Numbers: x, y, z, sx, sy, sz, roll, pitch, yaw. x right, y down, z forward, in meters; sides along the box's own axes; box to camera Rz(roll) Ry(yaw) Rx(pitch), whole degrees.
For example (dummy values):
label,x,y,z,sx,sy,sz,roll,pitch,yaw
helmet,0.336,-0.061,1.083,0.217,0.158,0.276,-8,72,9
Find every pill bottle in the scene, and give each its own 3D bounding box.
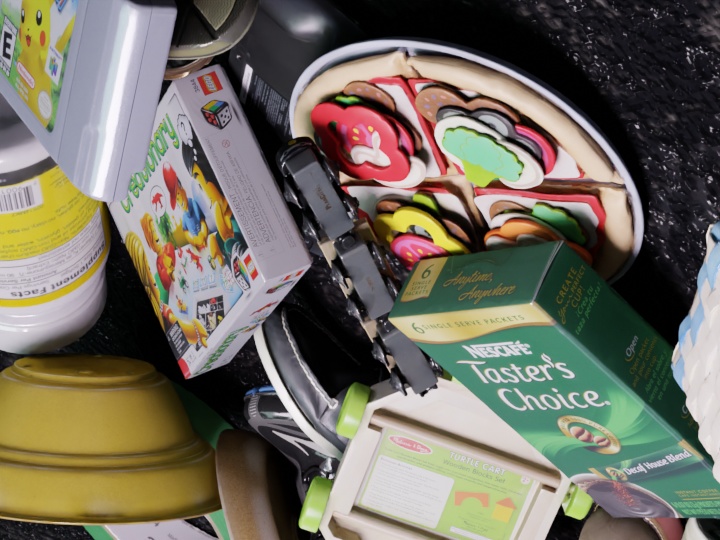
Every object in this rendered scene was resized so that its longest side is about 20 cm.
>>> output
label,x,y,z,sx,sy,sz,roll,pitch,yaw
pill bottle,-0.215,-0.045,1.695,0.114,0.114,0.200,29,148,23

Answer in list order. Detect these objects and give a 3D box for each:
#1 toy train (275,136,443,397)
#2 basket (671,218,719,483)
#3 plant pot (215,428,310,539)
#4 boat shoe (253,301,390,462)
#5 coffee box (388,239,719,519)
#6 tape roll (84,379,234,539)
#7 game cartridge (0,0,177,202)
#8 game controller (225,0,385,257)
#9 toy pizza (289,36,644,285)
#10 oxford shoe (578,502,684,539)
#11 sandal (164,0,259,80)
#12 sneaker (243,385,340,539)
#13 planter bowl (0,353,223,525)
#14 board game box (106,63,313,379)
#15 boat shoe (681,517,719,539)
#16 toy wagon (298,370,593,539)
label,x,y,z,sx,sy,sz,roll,pitch,yaw
toy train,0.000,0.000,1.476,0.200,0.034,0.046,61,179,-44
basket,0.237,0.065,1.263,0.176,0.139,0.200,101,148,-55
plant pot,-0.039,0.191,1.759,0.027,0.200,0.200,-23,119,9
boat shoe,0.014,0.091,1.650,0.066,0.075,0.200,-30,97,28
coffee box,0.121,0.063,1.463,0.200,0.044,0.123,43,152,-29
tape roll,-0.134,0.155,1.913,0.200,0.048,0.201,29,147,22
game cartridge,-0.160,-0.141,1.480,0.200,0.040,0.134,47,128,49
game controller,-0.032,-0.087,1.518,0.104,0.042,0.200,49,152,19
toy pizza,0.051,-0.044,1.430,0.200,0.032,0.200,20,147,13
oxford shoe,0.154,0.211,1.620,0.070,0.075,0.200,17,141,33
sandal,-0.107,-0.139,1.507,0.057,0.080,0.201,36,163,-26
sneaker,-0.004,0.151,1.723,0.200,0.083,0.071,52,148,-14
planter bowl,-0.176,0.099,1.732,0.200,0.200,0.084,9,100,43
board game box,-0.091,-0.024,1.593,0.126,0.035,0.200,65,158,10
boat shoe,0.253,0.196,1.494,0.200,0.072,0.062,30,149,26
toy wagon,0.059,0.112,1.593,0.155,0.040,0.200,19,117,-3
